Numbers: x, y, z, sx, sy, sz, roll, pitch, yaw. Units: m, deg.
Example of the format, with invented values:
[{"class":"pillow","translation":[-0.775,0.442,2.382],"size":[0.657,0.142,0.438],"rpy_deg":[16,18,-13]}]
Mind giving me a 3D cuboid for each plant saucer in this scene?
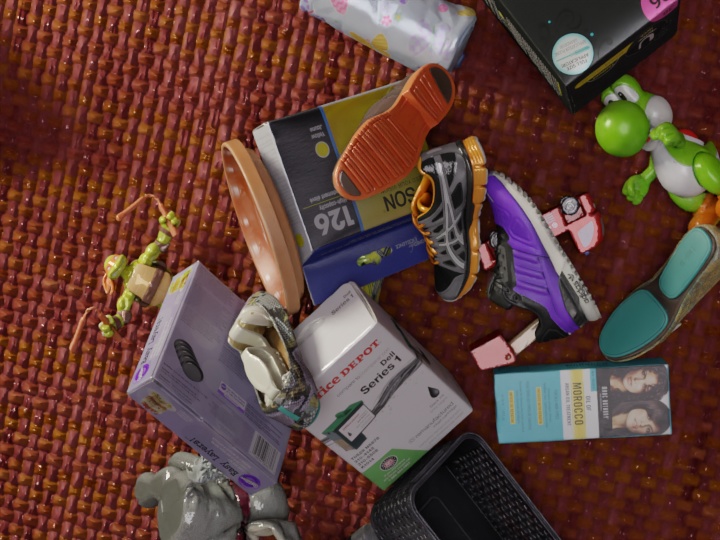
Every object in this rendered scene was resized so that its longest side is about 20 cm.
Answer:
[{"class":"plant saucer","translation":[-0.104,-0.049,1.449],"size":[0.032,0.200,0.203],"rpy_deg":[-21,93,-12]}]

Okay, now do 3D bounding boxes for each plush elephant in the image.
[{"class":"plush elephant","translation":[-0.153,0.276,1.513],"size":[0.153,0.166,0.200],"rpy_deg":[13,135,-31]}]

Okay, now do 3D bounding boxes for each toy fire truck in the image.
[{"class":"toy fire truck","translation":[0.198,0.012,1.504],"size":[0.198,0.049,0.143],"rpy_deg":[-25,93,5]}]

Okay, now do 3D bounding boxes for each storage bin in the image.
[{"class":"storage bin","translation":[0.124,0.302,1.479],"size":[0.201,0.094,0.135],"rpy_deg":[51,52,-1]}]

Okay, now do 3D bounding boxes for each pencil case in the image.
[{"class":"pencil case","translation":[0.031,-0.291,1.474],"size":[0.198,0.083,0.092],"rpy_deg":[26,84,1]}]

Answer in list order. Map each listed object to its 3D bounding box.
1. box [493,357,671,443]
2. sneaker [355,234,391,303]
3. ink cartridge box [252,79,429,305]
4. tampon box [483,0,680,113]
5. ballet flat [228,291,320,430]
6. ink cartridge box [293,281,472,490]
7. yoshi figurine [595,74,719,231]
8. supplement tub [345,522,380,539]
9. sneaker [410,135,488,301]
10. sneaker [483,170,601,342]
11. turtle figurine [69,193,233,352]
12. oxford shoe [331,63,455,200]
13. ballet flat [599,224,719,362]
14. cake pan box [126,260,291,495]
[{"class":"box","translation":[0.252,0.149,1.511],"size":[0.197,0.049,0.084],"rpy_deg":[-4,95,5]},{"class":"sneaker","translation":[0.000,0.000,1.504],"size":[0.074,0.076,0.203],"rpy_deg":[5,94,5]},{"class":"ink cartridge box","translation":[0.000,-0.089,1.460],"size":[0.196,0.047,0.203],"rpy_deg":[-22,91,-34]},{"class":"tampon box","translation":[0.223,-0.302,1.414],"size":[0.149,0.126,0.201],"rpy_deg":[-38,77,5]},{"class":"ballet flat","translation":[-0.101,0.082,1.384],"size":[0.071,0.201,0.073],"rpy_deg":[-14,132,-16]},{"class":"ink cartridge box","translation":[0.007,0.130,1.461],"size":[0.146,0.085,0.200],"rpy_deg":[-43,129,7]},{"class":"yoshi figurine","translation":[0.329,-0.123,1.456],"size":[0.112,0.112,0.200],"rpy_deg":[-43,88,13]},{"class":"supplement tub","translation":[-0.025,0.396,1.516],"size":[0.199,0.123,0.123],"rpy_deg":[-39,91,6]},{"class":"sneaker","translation":[0.092,-0.056,1.464],"size":[0.076,0.079,0.202],"rpy_deg":[-7,122,-12]},{"class":"sneaker","translation":[0.173,-0.008,1.444],"size":[0.099,0.070,0.202],"rpy_deg":[-32,91,8]},{"class":"turtle figurine","translation":[-0.239,0.029,1.529],"size":[0.160,0.064,0.202],"rpy_deg":[28,81,-9]},{"class":"oxford shoe","translation":[0.026,-0.141,1.417],"size":[0.072,0.073,0.200],"rpy_deg":[53,57,-16]},{"class":"ballet flat","translation":[0.348,0.031,1.478],"size":[0.070,0.071,0.201],"rpy_deg":[35,119,1]},{"class":"cake pan box","translation":[-0.146,0.118,1.446],"size":[0.052,0.186,0.200],"rpy_deg":[-28,122,35]}]
